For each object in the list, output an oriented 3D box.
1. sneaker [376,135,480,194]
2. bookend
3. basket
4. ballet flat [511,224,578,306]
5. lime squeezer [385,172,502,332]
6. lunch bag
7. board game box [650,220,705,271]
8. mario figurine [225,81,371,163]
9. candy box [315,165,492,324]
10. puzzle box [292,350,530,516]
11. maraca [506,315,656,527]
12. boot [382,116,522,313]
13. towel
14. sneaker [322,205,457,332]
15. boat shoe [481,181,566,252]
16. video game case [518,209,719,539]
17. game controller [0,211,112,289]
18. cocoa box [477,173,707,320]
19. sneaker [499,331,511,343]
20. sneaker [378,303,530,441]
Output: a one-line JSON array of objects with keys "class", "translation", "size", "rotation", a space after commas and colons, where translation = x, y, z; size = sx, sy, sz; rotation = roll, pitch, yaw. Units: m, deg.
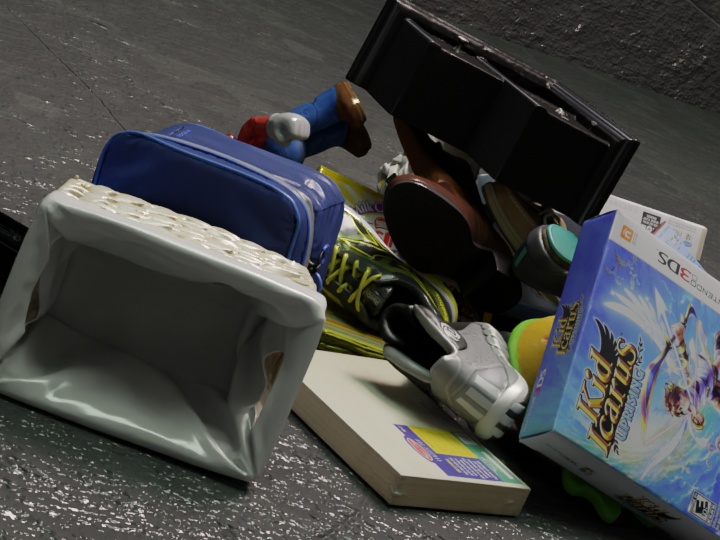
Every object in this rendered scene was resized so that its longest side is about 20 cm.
[{"class": "sneaker", "translation": [0.063, -0.090, 1.870], "size": [0.080, 0.201, 0.077], "rotation": [18, 25, -14]}, {"class": "bookend", "translation": [0.114, -0.145, 1.703], "size": [0.199, 0.092, 0.199], "rotation": [25, 12, -22]}, {"class": "basket", "translation": [-0.136, 0.034, 1.272], "size": [0.199, 0.136, 0.123], "rotation": [21, 11, -7]}, {"class": "ballet flat", "translation": [0.213, 0.017, 1.697], "size": [0.200, 0.073, 0.073], "rotation": [24, 13, -32]}, {"class": "lime squeezer", "translation": [0.064, 0.009, 1.799], "size": [0.200, 0.071, 0.038], "rotation": [52, -15, -8]}, {"class": "lunch bag", "translation": [-0.114, -0.026, 1.481], "size": [0.199, 0.136, 0.132], "rotation": [21, 14, 17]}, {"class": "board game box", "translation": [0.270, 0.021, 1.639], "size": [0.103, 0.019, 0.200], "rotation": [51, 23, 2]}, {"class": "mario figurine", "translation": [-0.083, -0.090, 1.750], "size": [0.199, 0.124, 0.106], "rotation": [-24, 28, -4]}, {"class": "candy box", "translation": [0.035, -0.011, 1.740], "size": [0.199, 0.026, 0.103], "rotation": [24, 56, -16]}, {"class": "puzzle box", "translation": [0.020, 0.117, 1.422], "size": [0.133, 0.026, 0.200], "rotation": [12, 19, -40]}, {"class": "maraca", "translation": [0.183, 0.119, 1.527], "size": [0.137, 0.107, 0.200], "rotation": [8, 46, -32]}, {"class": "boot", "translation": [0.067, -0.079, 1.702], "size": [0.188, 0.068, 0.200], "rotation": [32, 29, -37]}, {"class": "towel", "translation": [-0.034, 0.031, 1.661], "size": [0.086, 0.018, 0.200], "rotation": [22, 13, -29]}, {"class": "sneaker", "translation": [0.000, 0.000, 1.632], "size": [0.200, 0.075, 0.085], "rotation": [30, 10, -6]}, {"class": "boat shoe", "translation": [0.187, -0.017, 1.743], "size": [0.201, 0.063, 0.073], "rotation": [48, 13, -19]}, {"class": "video game case", "translation": [0.227, 0.083, 1.479], "size": [0.181, 0.201, 0.045], "rotation": [32, -29, -23]}, {"class": "game controller", "translation": [-0.241, -0.014, 1.400], "size": [0.200, 0.042, 0.104], "rotation": [28, -19, 20]}, {"class": "cocoa box", "translation": [0.214, -0.006, 1.876], "size": [0.199, 0.132, 0.133], "rotation": [17, -6, -23]}, {"class": "sneaker", "translation": [0.212, 0.072, 1.665], "size": [0.199, 0.130, 0.079], "rotation": [33, 16, 30]}, {"class": "sneaker", "translation": [0.058, 0.056, 1.501], "size": [0.115, 0.075, 0.200], "rotation": [38, 1, -18]}]
